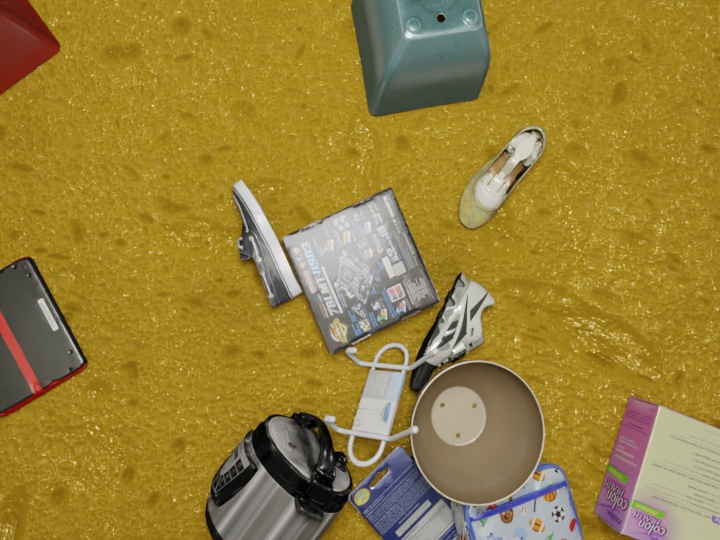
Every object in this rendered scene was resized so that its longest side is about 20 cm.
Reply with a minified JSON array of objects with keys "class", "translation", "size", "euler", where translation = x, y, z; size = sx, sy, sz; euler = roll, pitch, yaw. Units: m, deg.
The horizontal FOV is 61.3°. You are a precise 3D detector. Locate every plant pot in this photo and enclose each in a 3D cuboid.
[{"class":"plant pot","translation":[0.163,0.235,0.931],"size":[0.194,0.134,0.206],"euler":[0,87,-4]},{"class":"plant pot","translation":[-0.611,-0.382,0.889],"size":[0.199,0.176,0.201],"euler":[-37,90,-4]},{"class":"plant pot","translation":[0.098,-0.376,0.922],"size":[0.191,0.200,0.201],"euler":[-10,87,-4]}]

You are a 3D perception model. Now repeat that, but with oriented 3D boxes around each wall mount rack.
[{"class":"wall mount rack","translation":[0.038,0.184,0.902],"size":[0.170,0.075,0.204],"euler":[-2,55,34]}]

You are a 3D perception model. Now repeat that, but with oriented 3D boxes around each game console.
[{"class":"game console","translation":[-0.547,0.106,0.949],"size":[0.174,0.031,0.203],"euler":[-30,90,-9]}]

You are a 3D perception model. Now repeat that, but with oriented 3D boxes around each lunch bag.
[{"class":"lunch bag","translation":[0.239,0.388,0.944],"size":[0.195,0.075,0.165],"euler":[-13,85,-17]}]

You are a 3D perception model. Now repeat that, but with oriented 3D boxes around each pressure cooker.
[{"class":"pressure cooker","translation":[-0.108,0.310,0.884],"size":[0.175,0.178,0.202],"euler":[40,97,24]}]

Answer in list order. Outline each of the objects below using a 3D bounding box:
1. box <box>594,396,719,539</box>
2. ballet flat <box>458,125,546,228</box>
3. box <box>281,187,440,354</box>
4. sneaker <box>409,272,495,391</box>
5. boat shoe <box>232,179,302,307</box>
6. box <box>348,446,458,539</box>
[{"class":"box","translation":[0.499,0.333,0.968],"size":[0.172,0.097,0.205],"euler":[19,86,-3]},{"class":"ballet flat","translation":[0.232,-0.156,0.987],"size":[0.070,0.071,0.201],"euler":[40,86,-1]},{"class":"box","translation":[0.000,0.000,0.974],"size":[0.195,0.050,0.204],"euler":[-25,90,-4]},{"class":"sneaker","translation":[0.149,0.113,0.966],"size":[0.087,0.074,0.203],"euler":[30,86,0]},{"class":"boat shoe","translation":[-0.164,-0.040,0.959],"size":[0.067,0.072,0.204],"euler":[-26,96,-6]},{"class":"box","translation":[0.084,0.390,0.970],"size":[0.121,0.032,0.201],"euler":[-41,93,-5]}]
